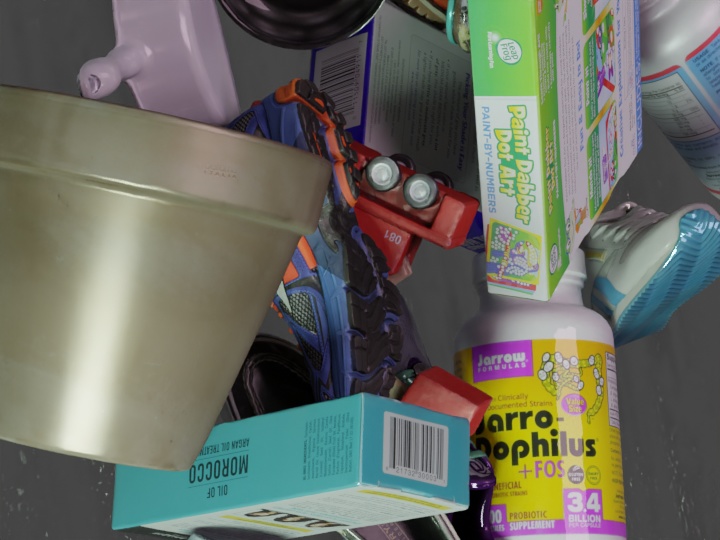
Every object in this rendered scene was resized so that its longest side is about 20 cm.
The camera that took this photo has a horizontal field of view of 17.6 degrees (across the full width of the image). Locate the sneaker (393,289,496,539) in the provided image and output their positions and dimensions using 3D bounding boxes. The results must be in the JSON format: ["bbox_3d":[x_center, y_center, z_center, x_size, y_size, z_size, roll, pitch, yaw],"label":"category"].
[{"bbox_3d":[0.047,0.100,1.412,0.074,0.087,0.201,-12,89,-46],"label":"sneaker"}]

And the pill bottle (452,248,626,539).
[{"bbox_3d":[0.111,0.088,1.468,0.104,0.104,0.201,9,73,-44],"label":"pill bottle"}]

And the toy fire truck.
[{"bbox_3d":[0.000,0.000,1.363,0.142,0.199,0.049,-66,168,9],"label":"toy fire truck"}]

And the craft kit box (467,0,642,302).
[{"bbox_3d":[0.122,-0.117,1.405,0.198,0.048,0.201,-56,147,-52],"label":"craft kit box"}]

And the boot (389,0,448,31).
[{"bbox_3d":[0.016,-0.243,1.447,0.107,0.075,0.200,-41,115,-6],"label":"boot"}]

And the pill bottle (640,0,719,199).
[{"bbox_3d":[0.242,-0.152,1.658,0.200,0.108,0.109,49,50,-26],"label":"pill bottle"}]

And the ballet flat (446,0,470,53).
[{"bbox_3d":[0.096,-0.176,1.478,0.200,0.072,0.072,-58,127,-76],"label":"ballet flat"}]

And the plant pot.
[{"bbox_3d":[-0.126,0.008,1.205,0.199,0.199,0.175,13,87,-43],"label":"plant pot"}]

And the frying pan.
[{"bbox_3d":[-0.042,-0.225,1.386,0.031,0.114,0.191,-86,166,-71],"label":"frying pan"}]

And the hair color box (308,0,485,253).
[{"bbox_3d":[0.055,-0.084,1.484,0.199,0.065,0.110,22,65,-38],"label":"hair color box"}]

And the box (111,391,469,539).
[{"bbox_3d":[-0.039,0.110,1.240,0.082,0.199,0.049,17,68,-42],"label":"box"}]

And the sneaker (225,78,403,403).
[{"bbox_3d":[-0.032,-0.003,1.316,0.075,0.078,0.201,5,70,-63],"label":"sneaker"}]

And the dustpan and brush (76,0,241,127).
[{"bbox_3d":[-0.116,-0.123,1.291,0.200,0.057,0.140,-80,157,-76],"label":"dustpan and brush"}]

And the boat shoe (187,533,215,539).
[{"bbox_3d":[-0.046,0.213,1.313,0.200,0.071,0.091,27,84,-49],"label":"boat shoe"}]

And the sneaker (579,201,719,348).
[{"bbox_3d":[0.175,-0.007,1.506,0.076,0.200,0.081,-20,78,-20],"label":"sneaker"}]

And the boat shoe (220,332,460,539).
[{"bbox_3d":[-0.005,0.113,1.338,0.071,0.064,0.200,-43,94,-17],"label":"boat shoe"}]
